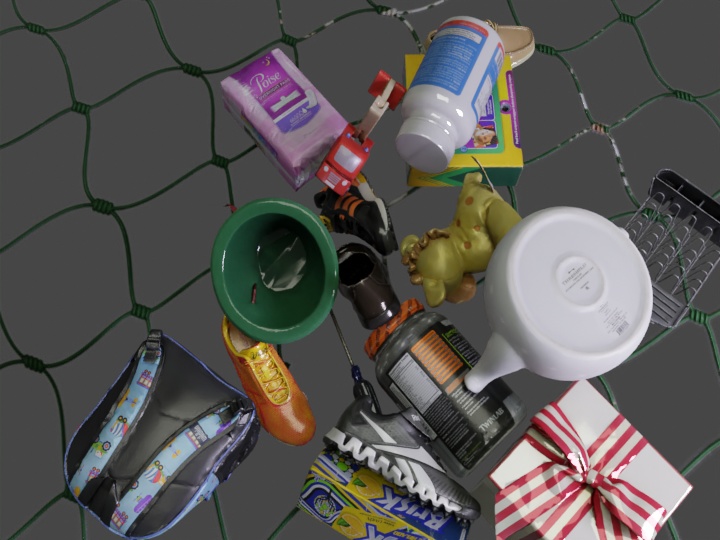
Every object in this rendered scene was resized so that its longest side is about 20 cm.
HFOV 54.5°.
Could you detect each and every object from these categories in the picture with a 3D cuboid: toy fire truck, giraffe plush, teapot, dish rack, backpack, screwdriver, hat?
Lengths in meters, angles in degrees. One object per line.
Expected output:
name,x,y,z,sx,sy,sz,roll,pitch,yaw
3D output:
toy fire truck,0.004,-0.189,0.940,0.048,0.201,0.142,33,110,-8
giraffe plush,0.142,-0.021,0.932,0.161,0.173,0.201,-37,102,8
teapot,0.223,0.034,0.795,0.193,0.147,0.204,5,69,-5
dish rack,0.434,-0.028,0.987,0.152,0.055,0.200,39,71,16
backpack,-0.233,0.207,0.824,0.180,0.135,0.202,32,68,12
screwdriver,-0.013,0.112,0.932,0.028,0.028,0.205,-2,61,-36
hat,-0.106,-0.014,0.942,0.161,0.176,0.206,-13,91,3

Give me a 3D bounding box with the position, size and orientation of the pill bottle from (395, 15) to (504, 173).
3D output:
pill bottle,0.121,-0.244,0.981,0.110,0.113,0.204,23,68,9

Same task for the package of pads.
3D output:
package of pads,-0.109,-0.230,1.053,0.119,0.076,0.201,-35,71,-18

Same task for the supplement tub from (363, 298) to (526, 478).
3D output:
supplement tub,0.100,0.141,0.868,0.121,0.123,0.201,-36,71,-16

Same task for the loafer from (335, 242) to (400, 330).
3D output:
loafer,0.000,0.000,0.904,0.072,0.072,0.200,-31,25,-4

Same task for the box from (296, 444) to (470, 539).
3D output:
box,0.028,0.284,0.821,0.196,0.066,0.070,27,26,11

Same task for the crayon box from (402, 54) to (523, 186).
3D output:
crayon box,0.151,-0.231,1.068,0.167,0.059,0.206,0,67,0

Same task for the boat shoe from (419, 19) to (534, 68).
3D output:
boat shoe,0.192,-0.362,1.122,0.194,0.067,0.076,-14,67,-7

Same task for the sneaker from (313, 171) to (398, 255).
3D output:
sneaker,-0.011,-0.067,0.954,0.088,0.071,0.201,-21,32,-4

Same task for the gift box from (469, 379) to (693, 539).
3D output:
gift box,0.234,0.262,0.782,0.184,0.188,0.200,40,70,16

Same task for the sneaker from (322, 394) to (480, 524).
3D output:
sneaker,0.058,0.208,0.799,0.196,0.067,0.092,28,74,15

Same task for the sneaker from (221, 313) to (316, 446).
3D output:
sneaker,-0.125,0.135,0.891,0.072,0.078,0.202,-32,72,-17
